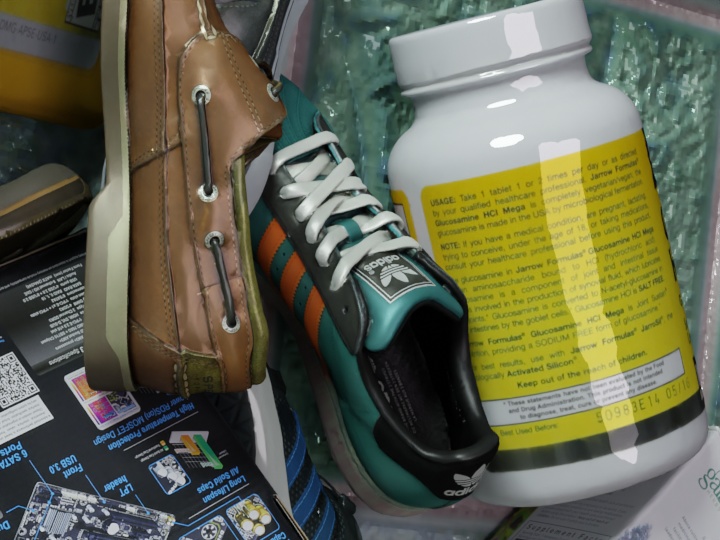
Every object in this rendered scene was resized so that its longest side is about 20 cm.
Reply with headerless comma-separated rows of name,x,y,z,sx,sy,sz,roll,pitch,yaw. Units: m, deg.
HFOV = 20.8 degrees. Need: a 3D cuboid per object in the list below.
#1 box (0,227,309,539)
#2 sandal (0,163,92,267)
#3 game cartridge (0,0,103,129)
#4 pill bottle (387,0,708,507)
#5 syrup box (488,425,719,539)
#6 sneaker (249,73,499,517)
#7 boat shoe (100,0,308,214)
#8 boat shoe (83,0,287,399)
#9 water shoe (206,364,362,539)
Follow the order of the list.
box,-0.117,0.103,0.678,0.199,0.050,0.199,-27,77,-46
sandal,-0.188,-0.008,0.697,0.199,0.082,0.055,-24,82,-31
game cartridge,-0.116,-0.143,0.677,0.200,0.032,0.178,1,107,-74
pill bottle,0.075,-0.011,0.838,0.112,0.112,0.202,-18,98,-31
syrup box,0.091,0.158,0.861,0.200,0.081,0.079,-42,111,-26
sneaker,0.000,0.000,0.793,0.071,0.080,0.201,-26,86,-30
boat shoe,-0.061,-0.095,0.775,0.057,0.068,0.201,55,49,-59
boat shoe,-0.059,-0.055,0.706,0.067,0.072,0.202,2,90,1
water shoe,-0.043,0.098,0.798,0.079,0.071,0.202,-14,89,-65
